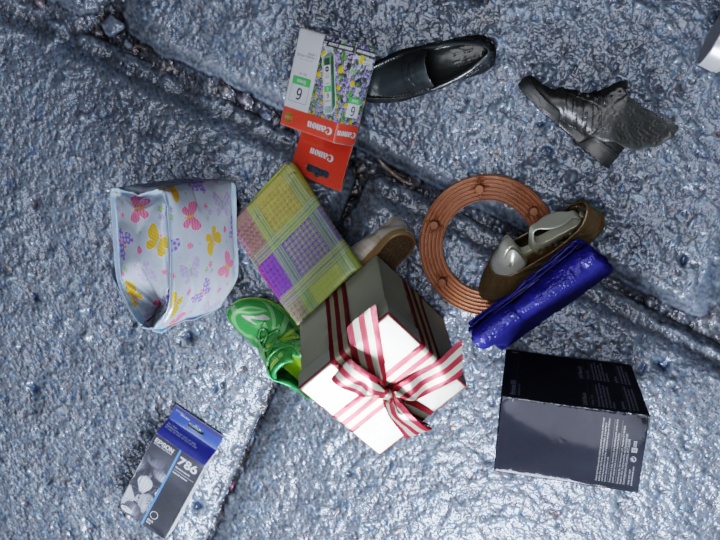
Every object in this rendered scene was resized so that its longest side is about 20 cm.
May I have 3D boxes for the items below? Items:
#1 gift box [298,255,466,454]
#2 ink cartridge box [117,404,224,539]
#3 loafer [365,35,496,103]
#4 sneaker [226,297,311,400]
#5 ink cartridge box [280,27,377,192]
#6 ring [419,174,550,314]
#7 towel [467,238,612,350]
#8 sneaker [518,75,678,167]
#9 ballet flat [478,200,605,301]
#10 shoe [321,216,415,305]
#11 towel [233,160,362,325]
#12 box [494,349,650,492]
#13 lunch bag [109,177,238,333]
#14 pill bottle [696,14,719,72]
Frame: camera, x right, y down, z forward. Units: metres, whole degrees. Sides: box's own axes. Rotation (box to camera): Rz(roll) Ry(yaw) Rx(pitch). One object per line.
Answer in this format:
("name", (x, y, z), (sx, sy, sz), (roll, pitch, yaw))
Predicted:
("gift box", (0.030, 0.106, 1.132), (0.184, 0.188, 0.200), (37, 111, -23))
("ink cartridge box", (-0.308, 0.326, 1.350), (0.099, 0.039, 0.202), (30, 105, 5))
("loafer", (0.085, -0.275, 1.132), (0.197, 0.070, 0.069), (-13, 97, 15))
("sneaker", (-0.118, 0.114, 1.244), (0.199, 0.084, 0.074), (40, 106, 3))
("ink cartridge box", (-0.054, -0.222, 1.161), (0.108, 0.050, 0.203), (24, 106, 35))
("ring", (0.180, -0.034, 1.187), (0.197, 0.019, 0.204), (2, 102, 11))
("towel", (0.241, 0.034, 1.126), (0.199, 0.147, 0.050), (-38, 72, 16))
("sneaker", (0.312, -0.216, 1.104), (0.199, 0.060, 0.104), (41, 107, -4))
("ballet flat", (0.234, -0.033, 1.123), (0.198, 0.072, 0.068), (-31, 50, 15))
("shoe", (0.000, 0.000, 1.218), (0.200, 0.070, 0.054), (-43, 46, 19))
("towel", (-0.097, -0.043, 1.206), (0.143, 0.023, 0.201), (-42, 72, 21))
("box", (0.275, 0.193, 1.117), (0.179, 0.200, 0.106), (7, 103, 11))
("lunch bag", (-0.265, -0.025, 1.196), (0.125, 0.169, 0.204), (3, 102, 27))
("pill bottle", (0.525, -0.250, 1.023), (0.198, 0.112, 0.114), (27, 105, 6))
